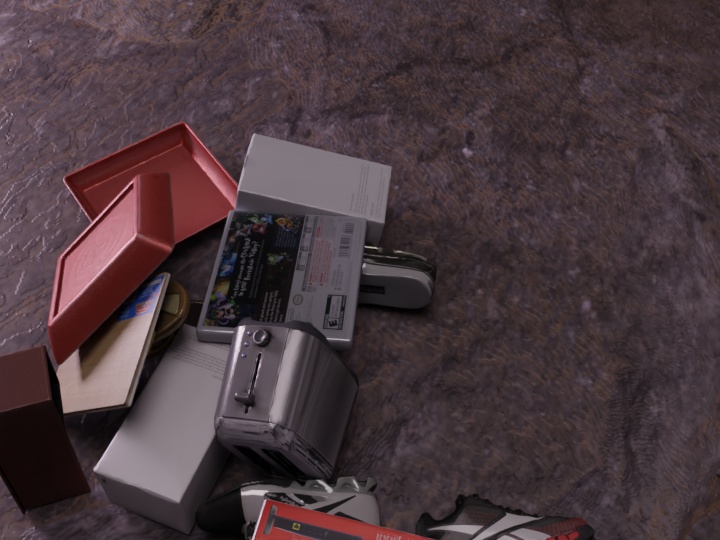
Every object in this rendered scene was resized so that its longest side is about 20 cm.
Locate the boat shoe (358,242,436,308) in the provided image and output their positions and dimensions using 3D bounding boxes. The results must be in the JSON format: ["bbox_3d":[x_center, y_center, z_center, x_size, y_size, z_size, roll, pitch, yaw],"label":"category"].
[{"bbox_3d":[0.000,0.000,1.137,0.196,0.072,0.064,11,42,7],"label":"boat shoe"}]

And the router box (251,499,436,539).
[{"bbox_3d":[-0.006,0.296,0.820,0.176,0.202,0.049,11,51,9],"label":"router box"}]

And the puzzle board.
[{"bbox_3d":[-0.287,0.090,1.001,0.198,0.017,0.153,-15,54,44],"label":"puzzle board"}]

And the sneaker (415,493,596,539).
[{"bbox_3d":[0.145,0.274,0.919,0.196,0.071,0.099,-10,55,-6],"label":"sneaker"}]

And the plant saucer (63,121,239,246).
[{"bbox_3d":[-0.281,-0.101,1.229,0.198,0.037,0.200,-30,59,-21],"label":"plant saucer"}]

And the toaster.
[{"bbox_3d":[-0.077,0.148,0.958,0.112,0.201,0.131,3,61,24],"label":"toaster"}]

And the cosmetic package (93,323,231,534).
[{"bbox_3d":[-0.195,0.172,0.988,0.106,0.086,0.202,18,55,13],"label":"cosmetic package"}]

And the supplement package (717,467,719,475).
[{"bbox_3d":[0.516,0.213,0.918,0.150,0.152,0.200,-29,58,-21],"label":"supplement package"}]

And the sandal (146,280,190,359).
[{"bbox_3d":[-0.252,0.074,1.030,0.054,0.199,0.081,28,45,-33],"label":"sandal"}]

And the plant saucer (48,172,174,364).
[{"bbox_3d":[-0.303,-0.017,1.052,0.200,0.037,0.201,-42,31,12],"label":"plant saucer"}]

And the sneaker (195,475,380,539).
[{"bbox_3d":[-0.073,0.269,0.920,0.196,0.075,0.090,-3,56,-8],"label":"sneaker"}]

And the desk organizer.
[{"bbox_3d":[-0.341,0.168,0.919,0.076,0.202,0.072,-13,52,-14],"label":"desk organizer"}]

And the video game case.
[{"bbox_3d":[-0.088,0.007,1.061,0.178,0.024,0.202,4,48,4],"label":"video game case"}]

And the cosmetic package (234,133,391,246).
[{"bbox_3d":[-0.063,-0.097,1.176,0.196,0.082,0.114,13,49,-2],"label":"cosmetic package"}]

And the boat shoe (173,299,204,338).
[{"bbox_3d":[-0.152,0.066,1.077,0.197,0.073,0.073,18,54,13],"label":"boat shoe"}]
